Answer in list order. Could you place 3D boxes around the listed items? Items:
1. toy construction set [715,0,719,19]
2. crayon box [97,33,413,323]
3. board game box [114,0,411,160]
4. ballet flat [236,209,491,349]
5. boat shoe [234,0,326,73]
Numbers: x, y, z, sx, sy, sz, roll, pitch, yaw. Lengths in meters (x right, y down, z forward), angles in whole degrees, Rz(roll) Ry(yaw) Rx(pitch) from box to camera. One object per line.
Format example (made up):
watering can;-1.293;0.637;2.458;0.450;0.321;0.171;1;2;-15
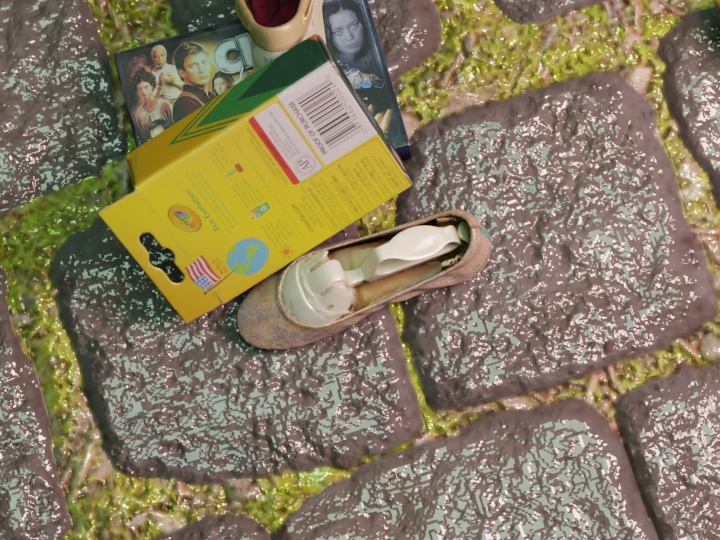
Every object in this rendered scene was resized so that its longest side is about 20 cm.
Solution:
toy construction set;0.344;-0.190;1.634;0.131;0.092;0.200;-31;66;-6
crayon box;-0.079;-0.064;1.585;0.199;0.127;0.051;-32;35;5
board game box;-0.075;-0.125;1.657;0.199;0.035;0.136;-16;75;-2
ballet flat;0.000;0.000;1.606;0.199;0.067;0.068;-23;77;-3
boat shoe;-0.062;-0.223;1.634;0.074;0.067;0.201;-13;49;0
